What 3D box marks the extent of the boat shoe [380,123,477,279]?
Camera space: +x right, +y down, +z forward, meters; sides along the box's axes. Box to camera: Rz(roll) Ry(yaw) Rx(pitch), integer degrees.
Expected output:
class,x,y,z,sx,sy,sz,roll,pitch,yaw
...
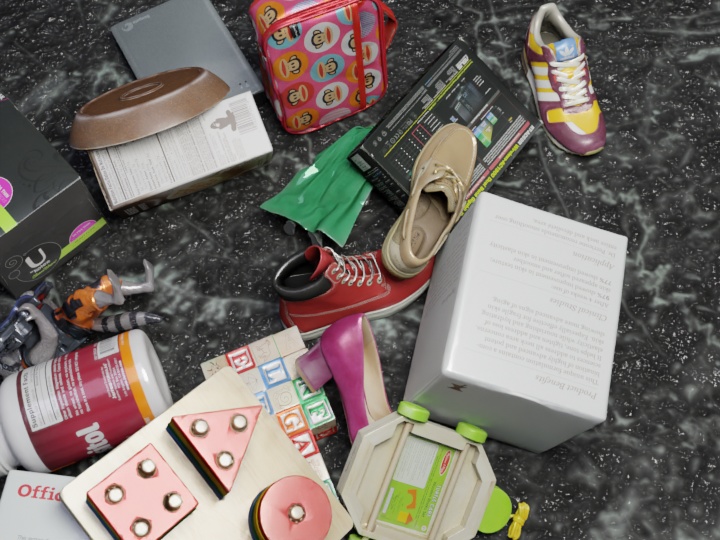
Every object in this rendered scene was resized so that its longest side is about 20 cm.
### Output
class,x,y,z,sx,sy,sz,roll,pitch,yaw
boat shoe,0.089,-0.083,1.005,0.071,0.064,0.201,28,68,-14

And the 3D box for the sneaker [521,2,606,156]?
class,x,y,z,sx,sy,sz,roll,pitch,yaw
sneaker,0.255,-0.240,1.141,0.075,0.090,0.201,-17,65,-6

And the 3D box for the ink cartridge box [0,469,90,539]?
class,x,y,z,sx,sy,sz,roll,pitch,yaw
ink cartridge box,-0.273,0.310,0.873,0.144,0.145,0.201,6,65,4

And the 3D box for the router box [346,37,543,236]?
class,x,y,z,sx,sy,sz,roll,pitch,yaw
router box,0.103,-0.156,1.092,0.150,0.062,0.200,44,72,-9

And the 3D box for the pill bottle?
class,x,y,z,sx,sy,sz,roll,pitch,yaw
pill bottle,-0.309,0.147,0.969,0.199,0.113,0.113,-20,66,-7

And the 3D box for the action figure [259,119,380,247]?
class,x,y,z,sx,sy,sz,roll,pitch,yaw
action figure,-0.017,-0.116,1.114,0.118,0.055,0.200,29,62,16

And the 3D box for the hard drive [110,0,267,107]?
class,x,y,z,sx,sy,sz,roll,pitch,yaw
hard drive,-0.230,-0.275,1.209,0.139,0.033,0.200,-27,66,-10

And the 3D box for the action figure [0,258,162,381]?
class,x,y,z,sx,sy,sz,roll,pitch,yaw
action figure,-0.327,0.067,0.992,0.193,0.200,0.105,-30,105,10

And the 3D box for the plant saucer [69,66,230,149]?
class,x,y,z,sx,sy,sz,roll,pitch,yaw
plant saucer,-0.254,-0.198,1.071,0.199,0.035,0.200,-15,25,7

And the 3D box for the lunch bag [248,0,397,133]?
class,x,y,z,sx,sy,sz,roll,pitch,yaw
lunch bag,-0.037,-0.270,1.109,0.175,0.200,0.082,-23,61,-8

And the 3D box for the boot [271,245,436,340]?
class,x,y,z,sx,sy,sz,roll,pitch,yaw
boot,0.000,0.000,1.010,0.199,0.144,0.073,-23,64,-10

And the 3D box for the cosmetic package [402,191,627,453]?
class,x,y,z,sx,sy,sz,roll,pitch,yaw
cosmetic package,0.158,0.059,0.946,0.167,0.166,0.201,18,66,-6

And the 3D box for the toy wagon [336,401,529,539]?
class,x,y,z,sx,sy,sz,roll,pitch,yaw
toy wagon,0.077,0.228,0.929,0.199,0.040,0.156,21,90,-17

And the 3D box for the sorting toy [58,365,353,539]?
class,x,y,z,sx,sy,sz,roll,pitch,yaw
sorting toy,-0.131,0.214,0.825,0.199,0.070,0.200,-37,84,-28

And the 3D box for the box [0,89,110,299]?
class,x,y,z,sx,sy,sz,roll,pitch,yaw
box,-0.427,-0.097,1.083,0.148,0.124,0.200,-41,69,-15

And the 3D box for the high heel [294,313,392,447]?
class,x,y,z,sx,sy,sz,roll,pitch,yaw
high heel,0.026,0.139,0.945,0.096,0.067,0.200,-38,89,27

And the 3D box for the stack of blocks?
class,x,y,z,sx,sy,sz,roll,pitch,yaw
stack of blocks,-0.083,0.175,0.977,0.115,0.059,0.201,-21,66,-8

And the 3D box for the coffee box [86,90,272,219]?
class,x,y,z,sx,sy,sz,roll,pitch,yaw
coffee box,-0.212,-0.137,1.090,0.199,0.114,0.080,-21,91,-7
